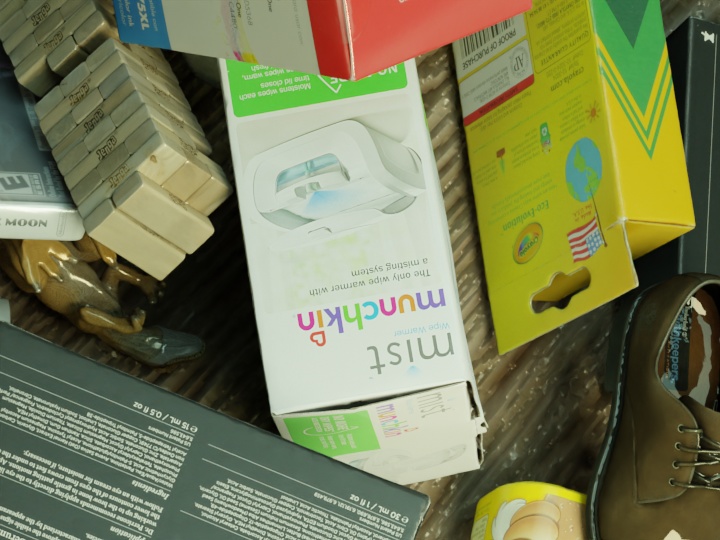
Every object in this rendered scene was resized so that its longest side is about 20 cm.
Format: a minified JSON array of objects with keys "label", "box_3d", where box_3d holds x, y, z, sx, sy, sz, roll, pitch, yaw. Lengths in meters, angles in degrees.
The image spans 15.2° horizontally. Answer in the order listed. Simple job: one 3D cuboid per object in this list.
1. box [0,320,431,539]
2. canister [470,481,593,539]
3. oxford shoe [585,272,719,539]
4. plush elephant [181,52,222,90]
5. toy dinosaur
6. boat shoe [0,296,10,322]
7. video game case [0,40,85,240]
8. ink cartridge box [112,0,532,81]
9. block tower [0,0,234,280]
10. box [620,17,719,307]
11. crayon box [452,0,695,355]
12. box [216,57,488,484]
[{"label":"box","box_3d":[-0.089,0.130,1.134,0.199,0.079,0.142,22,69,3]},{"label":"canister","box_3d":[0.106,0.220,1.328,0.148,0.087,0.201,20,64,-15]},{"label":"oxford shoe","box_3d":[0.154,0.097,1.298,0.072,0.084,0.202,4,76,-18]},{"label":"plush elephant","box_3d":[-0.066,-0.183,1.354,0.164,0.201,0.155,32,63,26]},{"label":"toy dinosaur","box_3d":[-0.159,-0.013,1.298,0.200,0.106,0.060,45,68,-10]},{"label":"boat shoe","box_3d":[-0.200,0.104,1.256,0.065,0.072,0.202,5,71,-11]},{"label":"video game case","box_3d":[-0.232,-0.080,1.266,0.180,0.023,0.200,2,34,-19]},{"label":"ink cartridge box","box_3d":[-0.008,-0.136,1.185,0.116,0.199,0.068,-25,117,-37]},{"label":"block tower","box_3d":[-0.122,-0.087,1.262,0.058,0.054,0.201,36,19,-47]},{"label":"box","box_3d":[0.218,-0.018,1.450,0.140,0.079,0.202,13,68,-19]},{"label":"crayon box","box_3d":[0.109,-0.068,1.403,0.050,0.127,0.202,4,71,-32]},{"label":"box","box_3d":[0.000,0.000,1.288,0.096,0.200,0.178,-9,75,1]}]
